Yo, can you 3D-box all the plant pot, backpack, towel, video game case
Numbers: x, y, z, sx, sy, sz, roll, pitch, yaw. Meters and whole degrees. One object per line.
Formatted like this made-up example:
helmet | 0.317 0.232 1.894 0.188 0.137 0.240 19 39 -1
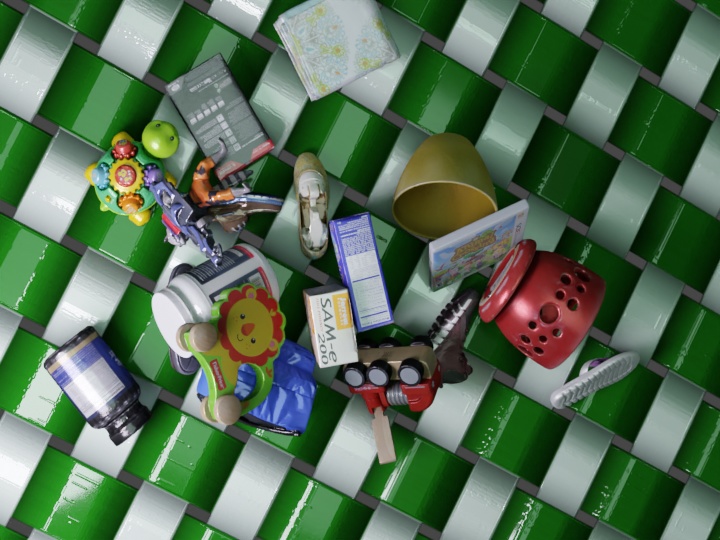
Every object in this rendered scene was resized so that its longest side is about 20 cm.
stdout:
plant pot | 0.334 0.054 1.626 0.181 0.200 0.203 33 87 1
plant pot | 0.160 -0.168 1.609 0.195 0.201 0.145 11 62 -8
backpack | -0.191 0.196 1.567 0.196 0.162 0.172 18 77 -17
towel | -0.045 -0.439 1.631 0.197 0.048 0.174 -28 98 -6
video game case | 0.219 -0.043 1.617 0.197 0.183 0.022 -24 65 -7

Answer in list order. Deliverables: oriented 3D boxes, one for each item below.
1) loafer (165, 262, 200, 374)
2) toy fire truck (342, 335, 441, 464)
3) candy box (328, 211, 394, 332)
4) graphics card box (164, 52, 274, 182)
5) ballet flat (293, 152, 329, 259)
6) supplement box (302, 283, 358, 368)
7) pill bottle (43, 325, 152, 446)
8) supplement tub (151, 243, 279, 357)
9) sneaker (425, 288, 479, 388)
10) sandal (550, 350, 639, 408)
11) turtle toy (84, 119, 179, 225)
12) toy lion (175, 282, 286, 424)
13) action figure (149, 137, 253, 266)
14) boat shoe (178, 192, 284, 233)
loafer | -0.337 0.090 1.599 0.071 0.062 0.205 -2 89 -40
toy fire truck | 0.068 0.245 1.620 0.172 0.129 0.203 -5 119 24
candy box | 0.000 0.000 1.587 0.075 0.169 0.205 -13 94 -4
graphics card box | -0.261 -0.283 1.602 0.124 0.051 0.202 -32 97 -5
ballet flat | -0.089 -0.122 1.623 0.069 0.071 0.205 -3 92 -8
supplement box | -0.058 0.096 1.566 0.072 0.200 0.129 -9 92 -7
pill bottle | -0.469 0.211 1.557 0.111 0.112 0.201 -37 97 -5
supplement tub | -0.255 0.052 1.535 0.198 0.139 0.143 -30 96 -34
sneaker | 0.190 0.140 1.673 0.115 0.076 0.201 36 97 -12
sandal | 0.461 0.203 1.714 0.199 0.083 0.050 -27 52 -5
turtle toy | -0.403 -0.186 1.559 0.145 0.101 0.201 41 86 -7
toy lion | -0.201 0.131 1.451 0.190 0.068 0.204 -23 100 -38
action figure | -0.267 -0.103 1.524 0.193 0.104 0.202 -40 77 16
boat shoe | -0.239 -0.108 1.606 0.195 0.072 0.074 1 96 2
